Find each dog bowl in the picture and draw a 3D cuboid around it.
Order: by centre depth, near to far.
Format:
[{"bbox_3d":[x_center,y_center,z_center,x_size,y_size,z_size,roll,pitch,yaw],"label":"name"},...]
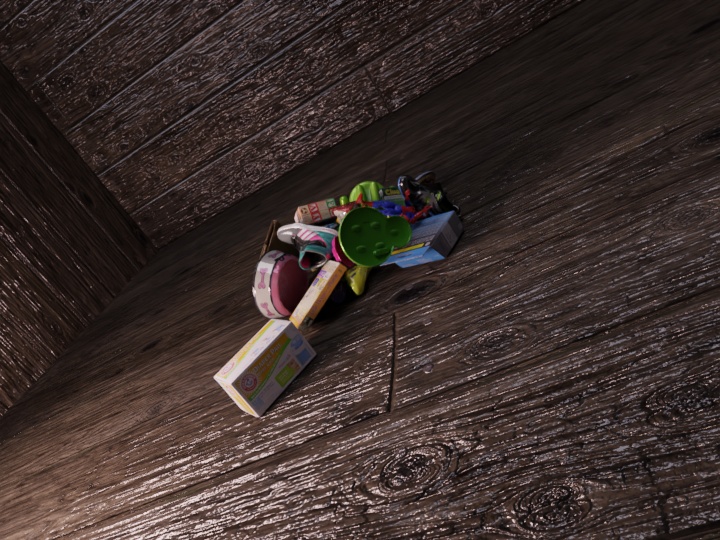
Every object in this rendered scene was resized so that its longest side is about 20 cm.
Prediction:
[{"bbox_3d":[-0.221,0.041,1.482,0.074,0.200,0.200,2,37,26],"label":"dog bowl"}]

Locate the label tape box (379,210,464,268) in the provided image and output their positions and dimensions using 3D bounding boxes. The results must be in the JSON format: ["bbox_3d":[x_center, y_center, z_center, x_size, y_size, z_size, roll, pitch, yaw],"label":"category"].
[{"bbox_3d":[0.160,-0.060,1.323,0.144,0.063,0.200,-14,29,45],"label":"label tape box"}]

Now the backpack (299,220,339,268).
[{"bbox_3d":[-0.102,-0.080,1.596,0.163,0.154,0.200,-15,28,44],"label":"backpack"}]

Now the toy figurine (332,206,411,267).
[{"bbox_3d":[0.006,-0.074,1.348,0.200,0.150,0.184,-13,-4,-24],"label":"toy figurine"}]

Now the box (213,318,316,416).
[{"bbox_3d":[-0.220,0.221,1.201,0.200,0.113,0.101,-47,25,-28],"label":"box"}]

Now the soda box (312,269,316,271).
[{"bbox_3d":[-0.127,-0.084,1.761,0.064,0.068,0.200,-22,25,28],"label":"soda box"}]

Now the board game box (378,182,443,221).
[{"bbox_3d":[0.152,-0.187,1.435,0.200,0.105,0.023,-10,-10,-27],"label":"board game box"}]

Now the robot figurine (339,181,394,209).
[{"bbox_3d":[0.030,-0.193,1.554,0.175,0.116,0.200,-14,-16,3],"label":"robot figurine"}]

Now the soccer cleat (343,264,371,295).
[{"bbox_3d":[0.000,-0.001,1.422,0.084,0.065,0.200,-26,23,12],"label":"soccer cleat"}]

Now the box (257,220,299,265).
[{"bbox_3d":[-0.234,-0.032,1.567,0.021,0.200,0.164,0,63,24],"label":"box"}]

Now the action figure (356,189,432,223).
[{"bbox_3d":[0.101,-0.172,1.335,0.099,0.200,0.065,-49,42,46],"label":"action figure"}]

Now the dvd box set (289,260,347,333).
[{"bbox_3d":[-0.115,0.065,1.376,0.200,0.029,0.146,-58,15,-6],"label":"dvd box set"}]

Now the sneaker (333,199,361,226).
[{"bbox_3d":[-0.021,-0.134,1.414,0.078,0.082,0.200,-24,-11,-1],"label":"sneaker"}]

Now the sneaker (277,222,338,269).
[{"bbox_3d":[-0.160,-0.062,1.450,0.200,0.084,0.121,6,52,21],"label":"sneaker"}]

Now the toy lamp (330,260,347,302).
[{"bbox_3d":[-0.065,0.034,1.454,0.058,0.058,0.200,-30,20,8],"label":"toy lamp"}]

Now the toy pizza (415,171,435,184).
[{"bbox_3d":[0.164,-0.212,1.561,0.200,0.032,0.200,-42,-17,-16],"label":"toy pizza"}]

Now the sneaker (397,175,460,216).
[{"bbox_3d":[0.188,-0.200,1.392,0.083,0.199,0.071,-32,31,55],"label":"sneaker"}]

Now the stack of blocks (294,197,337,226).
[{"bbox_3d":[-0.146,-0.161,1.639,0.115,0.059,0.200,-18,-5,-15],"label":"stack of blocks"}]
